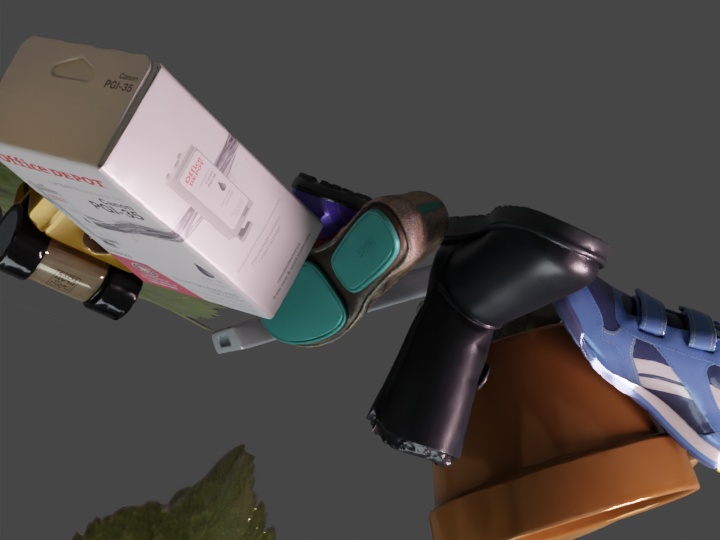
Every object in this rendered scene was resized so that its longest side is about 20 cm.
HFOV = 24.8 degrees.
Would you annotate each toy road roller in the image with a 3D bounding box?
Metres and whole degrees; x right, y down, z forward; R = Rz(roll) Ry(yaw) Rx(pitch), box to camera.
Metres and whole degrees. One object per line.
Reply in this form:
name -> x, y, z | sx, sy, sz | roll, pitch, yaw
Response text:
toy road roller -> -0.207, -0.071, 1.326 | 0.122, 0.147, 0.200 | 25, 134, -28

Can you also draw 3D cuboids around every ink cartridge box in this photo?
ink cartridge box -> -0.143, -0.061, 1.108 | 0.146, 0.083, 0.200 | 15, 160, 41

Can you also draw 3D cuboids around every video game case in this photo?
video game case -> -0.017, 0.030, 1.337 | 0.199, 0.024, 0.182 | -17, 179, -11

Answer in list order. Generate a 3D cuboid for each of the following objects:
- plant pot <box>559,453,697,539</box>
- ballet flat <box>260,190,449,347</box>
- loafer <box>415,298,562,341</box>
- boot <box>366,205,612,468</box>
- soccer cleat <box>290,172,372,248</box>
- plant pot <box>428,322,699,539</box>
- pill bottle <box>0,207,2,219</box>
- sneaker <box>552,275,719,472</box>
plant pot -> 0.201, 0.128, 1.367 | 0.185, 0.188, 0.200 | 24, 159, -21
ballet flat -> 0.000, 0.000, 1.154 | 0.200, 0.067, 0.068 | -33, 85, 53
loafer -> 0.102, 0.048, 1.309 | 0.069, 0.076, 0.200 | -7, 175, -21
boot -> 0.080, 0.049, 1.080 | 0.076, 0.169, 0.200 | 23, 172, -19
soccer cleat -> -0.030, -0.023, 1.234 | 0.068, 0.074, 0.200 | 22, 172, -1
plant pot -> 0.132, 0.124, 1.206 | 0.199, 0.141, 0.200 | -16, 168, -4
pill bottle -> -0.570, -0.081, 2.151 | 0.199, 0.113, 0.112 | 16, 171, 29
sneaker -> 0.213, 0.052, 1.139 | 0.200, 0.082, 0.074 | 38, -156, -15
